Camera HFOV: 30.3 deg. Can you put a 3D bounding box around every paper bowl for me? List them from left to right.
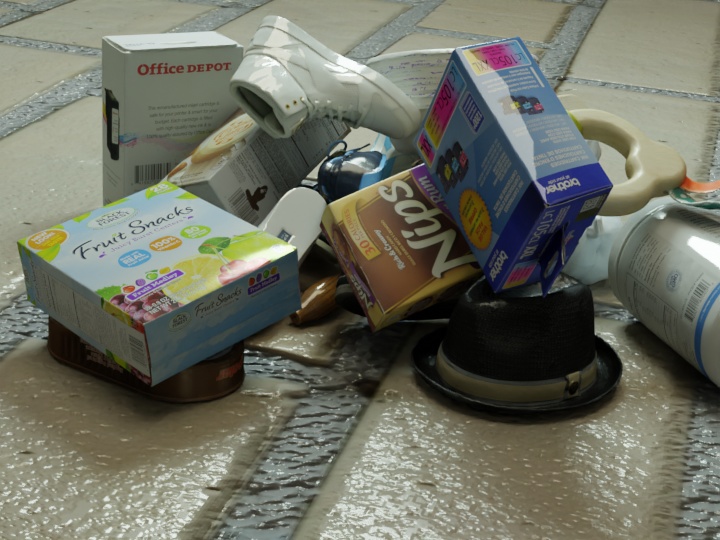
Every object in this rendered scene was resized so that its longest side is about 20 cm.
[{"bbox_3d":[0.104,-0.185,1.493,0.197,0.106,0.201,-2,0,0],"label":"paper bowl"}]

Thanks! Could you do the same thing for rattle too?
[{"bbox_3d":[0.254,-0.066,1.301,0.197,0.145,0.131,12,33,-5],"label":"rattle"}]

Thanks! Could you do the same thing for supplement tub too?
[{"bbox_3d":[0.334,0.022,1.255,0.130,0.134,0.200,-3,23,-18],"label":"supplement tub"}]

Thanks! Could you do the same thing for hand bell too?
[{"bbox_3d":[0.000,0.000,1.337,0.103,0.106,0.199,22,40,37],"label":"hand bell"}]

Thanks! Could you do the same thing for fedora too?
[{"bbox_3d":[0.144,0.050,1.197,0.197,0.093,0.201,4,22,-1],"label":"fedora"}]

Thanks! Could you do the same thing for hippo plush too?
[{"bbox_3d":[0.215,-0.071,1.422,0.198,0.161,0.161,11,25,-40],"label":"hippo plush"}]

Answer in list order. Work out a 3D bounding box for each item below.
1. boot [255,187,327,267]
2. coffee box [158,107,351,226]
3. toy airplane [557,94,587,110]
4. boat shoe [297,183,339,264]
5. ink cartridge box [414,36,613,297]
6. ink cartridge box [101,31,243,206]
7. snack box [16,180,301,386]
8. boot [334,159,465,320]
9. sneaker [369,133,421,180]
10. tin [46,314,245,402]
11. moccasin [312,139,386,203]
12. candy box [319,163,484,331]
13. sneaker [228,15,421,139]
[{"bbox_3d":[-0.104,0.008,1.307,0.073,0.090,0.200,41,54,1],"label":"boot"},{"bbox_3d":[-0.117,-0.119,1.443,0.113,0.080,0.200,-5,35,47],"label":"coffee box"},{"bbox_3d":[0.172,-0.177,1.704,0.198,0.142,0.201,23,58,10],"label":"toy airplane"},{"bbox_3d":[-0.056,-0.068,1.462,0.074,0.066,0.199,41,-2,-27],"label":"boat shoe"},{"bbox_3d":[0.134,-0.078,1.140,0.075,0.137,0.202,-17,63,-25],"label":"ink cartridge box"},{"bbox_3d":[-0.214,-0.164,1.512,0.144,0.203,0.083,-8,24,-28],"label":"ink cartridge box"},{"bbox_3d":[-0.177,0.004,1.167,0.167,0.069,0.199,-27,37,-36],"label":"snack box"},{"bbox_3d":[0.066,-0.033,1.299,0.197,0.153,0.073,-1,-16,-14],"label":"boot"},{"bbox_3d":[0.052,-0.126,1.589,0.080,0.077,0.201,17,55,21],"label":"sneaker"},{"bbox_3d":[-0.191,0.063,1.185,0.198,0.043,0.112,17,21,28],"label":"tin"},{"bbox_3d":[-0.011,-0.100,1.365,0.067,0.082,0.200,15,-3,-1],"label":"moccasin"},{"bbox_3d":[0.075,-0.039,1.236,0.198,0.118,0.057,-25,-13,-18],"label":"candy box"},{"bbox_3d":[-0.041,-0.167,1.383,0.198,0.074,0.117,29,59,-3],"label":"sneaker"}]
